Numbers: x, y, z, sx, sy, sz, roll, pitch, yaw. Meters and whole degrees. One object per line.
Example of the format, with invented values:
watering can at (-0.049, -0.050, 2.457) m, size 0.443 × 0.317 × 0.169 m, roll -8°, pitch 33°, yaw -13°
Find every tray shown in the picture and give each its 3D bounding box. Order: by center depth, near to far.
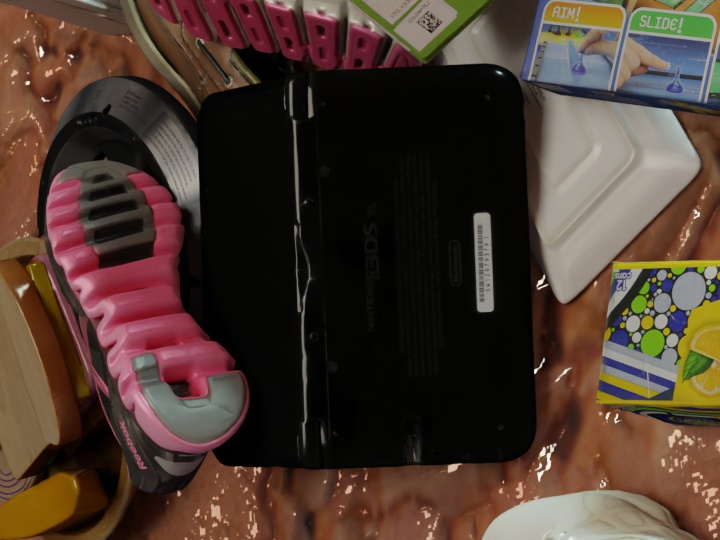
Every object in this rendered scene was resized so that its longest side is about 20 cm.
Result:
tray at (0.093, -0.090, 1.412) m, size 0.107 × 0.022 × 0.200 m, roll -48°, pitch 49°, yaw 28°

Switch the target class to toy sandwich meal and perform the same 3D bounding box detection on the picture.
toy sandwich meal at (-0.191, 0.073, 1.592) m, size 0.205 × 0.070 × 0.205 m, roll 19°, pitch 114°, yaw 51°

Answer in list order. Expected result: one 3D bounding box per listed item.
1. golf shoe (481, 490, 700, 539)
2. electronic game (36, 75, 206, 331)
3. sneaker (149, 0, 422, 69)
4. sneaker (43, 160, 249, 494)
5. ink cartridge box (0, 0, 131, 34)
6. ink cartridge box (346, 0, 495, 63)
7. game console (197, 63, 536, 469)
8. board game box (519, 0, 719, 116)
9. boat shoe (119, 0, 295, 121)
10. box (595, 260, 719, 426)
golf shoe at (0.115, 0.140, 1.272) m, size 0.200 × 0.092 × 0.075 m, roll 10°, pitch 88°, yaw 49°
electronic game at (-0.126, -0.011, 1.577) m, size 0.200 × 0.042 × 0.200 m, roll 20°, pitch 115°, yaw 51°
sneaker at (-0.043, -0.169, 1.497) m, size 0.200 × 0.074 × 0.087 m, roll 18°, pitch 65°, yaw 20°
sneaker at (-0.125, 0.033, 1.482) m, size 0.095 × 0.079 × 0.200 m, roll 111°, pitch 145°, yaw -50°
ink cartridge box at (-0.167, -0.251, 1.642) m, size 0.083 × 0.145 × 0.200 m, roll 1°, pitch 79°, yaw 49°
ink cartridge box at (-0.009, -0.221, 1.392) m, size 0.076 × 0.200 × 0.148 m, roll -41°, pitch 20°, yaw 32°
game console at (0.000, 0.000, 1.432) m, size 0.176 × 0.116 × 0.200 m, roll -3°, pitch 89°, yaw 3°
board game box at (0.177, -0.140, 1.306) m, size 0.200 × 0.034 × 0.135 m, roll 12°, pitch 87°, yaw 40°
boat shoe at (-0.069, -0.118, 1.562) m, size 0.068 × 0.072 × 0.200 m, roll -46°, pitch 61°, yaw 29°
box at (0.201, 0.033, 1.229) m, size 0.200 × 0.064 × 0.070 m, roll -2°, pitch 77°, yaw 47°
